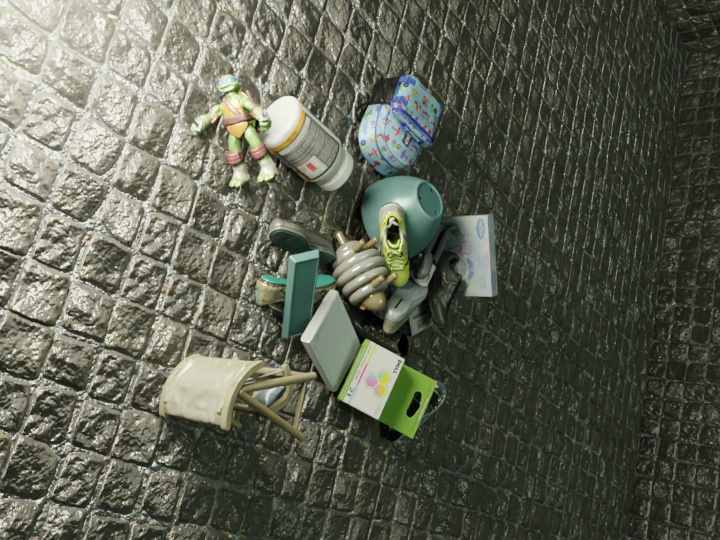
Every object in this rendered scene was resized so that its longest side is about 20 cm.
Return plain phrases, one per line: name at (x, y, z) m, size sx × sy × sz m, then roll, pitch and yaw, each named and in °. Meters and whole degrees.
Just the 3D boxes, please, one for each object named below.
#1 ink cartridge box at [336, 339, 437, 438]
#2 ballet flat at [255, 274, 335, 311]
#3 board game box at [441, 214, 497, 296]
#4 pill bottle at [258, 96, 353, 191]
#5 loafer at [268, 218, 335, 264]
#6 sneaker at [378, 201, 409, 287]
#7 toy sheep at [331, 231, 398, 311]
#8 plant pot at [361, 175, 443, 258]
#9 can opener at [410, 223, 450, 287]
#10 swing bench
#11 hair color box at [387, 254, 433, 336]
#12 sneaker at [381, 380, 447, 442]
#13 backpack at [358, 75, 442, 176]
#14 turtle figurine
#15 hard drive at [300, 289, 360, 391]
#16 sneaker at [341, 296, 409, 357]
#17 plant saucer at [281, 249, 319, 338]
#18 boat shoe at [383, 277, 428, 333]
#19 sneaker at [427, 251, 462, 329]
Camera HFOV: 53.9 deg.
ink cartridge box at (0.065, 0.267, 1.592) m, size 0.197 × 0.076 × 0.150 m, roll 27°, pitch 78°, yaw 0°
ballet flat at (-0.139, 0.048, 1.476) m, size 0.197 × 0.067 × 0.077 m, roll -1°, pitch 112°, yaw -44°
board game box at (0.252, -0.037, 1.815) m, size 0.043 × 0.196 × 0.206 m, roll -9°, pitch 97°, yaw -52°
pill bottle at (-0.109, -0.256, 1.461) m, size 0.199 × 0.115 × 0.119 m, roll 36°, pitch 63°, yaw -42°
loafer at (-0.126, -0.072, 1.491) m, size 0.199 × 0.071 × 0.064 m, roll 30°, pitch 48°, yaw -52°
sneaker at (0.071, -0.047, 1.586) m, size 0.077 × 0.073 × 0.204 m, roll -83°, pitch 165°, yaw -60°
toy sheep at (0.000, 0.000, 1.571) m, size 0.136 × 0.137 × 0.203 m, roll -8°, pitch 67°, yaw -48°
plant pot at (0.117, -0.139, 1.667) m, size 0.197 × 0.134 × 0.205 m, roll 20°, pitch 59°, yaw -37°
can opener at (0.178, -0.044, 1.724) m, size 0.053 × 0.067 × 0.202 m, roll 38°, pitch 51°, yaw -11°
swing bench at (-0.220, 0.220, 1.269) m, size 0.198 × 0.196 × 0.133 m, roll 24°, pitch 72°, yaw -46°
hair color box at (0.119, 0.051, 1.767) m, size 0.099 × 0.060 × 0.205 m, roll -20°, pitch 104°, yaw -47°
sneaker at (0.138, 0.336, 1.724) m, size 0.086 × 0.200 × 0.078 m, roll 13°, pitch 38°, yaw -58°
backpack at (0.089, -0.335, 1.681) m, size 0.182 × 0.133 × 0.204 m, roll 40°, pitch 64°, yaw -40°
turtle figurine at (-0.233, -0.249, 1.303) m, size 0.141 × 0.200 × 0.198 m, roll -22°, pitch 115°, yaw -10°
hard drive at (-0.060, 0.156, 1.537) m, size 0.133 × 0.026 × 0.202 m, roll -60°, pitch 148°, yaw -29°
sneaker at (0.036, 0.127, 1.635) m, size 0.201 × 0.105 × 0.076 m, roll 51°, pitch 55°, yaw -36°
plant saucer at (-0.120, 0.054, 1.438) m, size 0.069 × 0.019 × 0.204 m, roll -14°, pitch 130°, yaw -32°
boat shoe at (0.098, 0.077, 1.650) m, size 0.200 × 0.071 × 0.063 m, roll -38°, pitch 155°, yaw -55°
sneaker at (0.210, 0.044, 1.761) m, size 0.076 × 0.088 × 0.205 m, roll 39°, pitch 47°, yaw -71°
